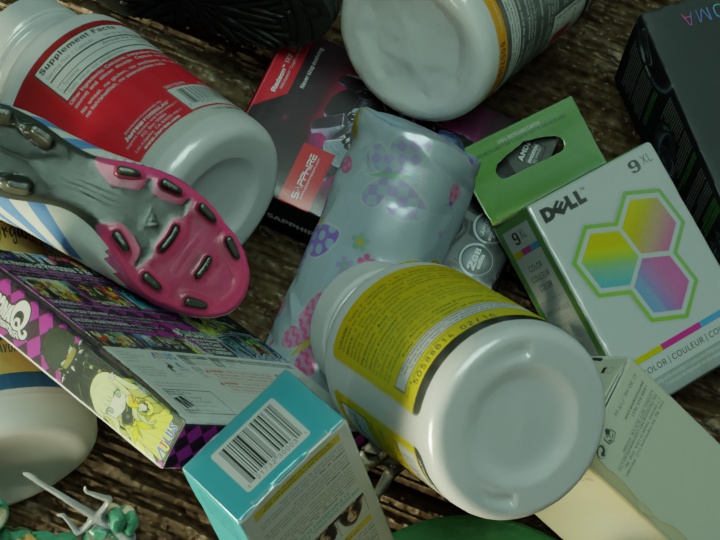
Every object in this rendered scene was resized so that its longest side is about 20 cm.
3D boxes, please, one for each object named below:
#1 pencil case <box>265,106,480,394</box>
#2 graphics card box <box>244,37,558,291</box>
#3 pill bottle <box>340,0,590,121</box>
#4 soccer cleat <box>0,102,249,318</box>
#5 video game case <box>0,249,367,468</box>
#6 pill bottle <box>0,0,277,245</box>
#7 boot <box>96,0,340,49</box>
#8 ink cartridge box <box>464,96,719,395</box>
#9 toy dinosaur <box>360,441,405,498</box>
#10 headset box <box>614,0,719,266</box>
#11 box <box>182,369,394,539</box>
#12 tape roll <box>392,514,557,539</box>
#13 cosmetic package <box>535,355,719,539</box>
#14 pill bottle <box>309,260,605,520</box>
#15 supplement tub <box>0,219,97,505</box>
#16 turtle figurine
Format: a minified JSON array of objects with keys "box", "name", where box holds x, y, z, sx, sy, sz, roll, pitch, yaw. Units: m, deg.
[{"box":[0.000,0.000,1.559,0.090,0.083,0.201,22,91,30],"name":"pencil case"},{"box":[0.016,-0.065,1.647,0.199,0.051,0.126,24,65,4],"name":"graphics card box"},{"box":[0.084,-0.187,1.647,0.116,0.117,0.200,38,44,12],"name":"pill bottle"},{"box":[-0.155,-0.038,1.479,0.199,0.086,0.070,32,79,-11],"name":"soccer cleat"},{"box":[-0.112,0.052,1.447,0.181,0.200,0.036,36,103,27],"name":"video game case"},{"box":[-0.154,-0.090,1.588,0.112,0.113,0.200,-40,56,-20],"name":"pill bottle"},{"box":[-0.078,-0.239,1.668,0.210,0.080,0.158,15,63,31],"name":"boot"},{"box":[0.155,-0.013,1.598,0.103,0.059,0.201,-27,86,-26],"name":"ink cartridge box"},{"box":[0.090,0.099,1.567,0.198,0.103,0.077,10,35,-17],"name":"toy dinosaur"},{"box":[0.288,-0.085,1.660,0.173,0.093,0.201,-15,69,-12],"name":"headset box"},{"box":[-0.035,0.139,1.418,0.082,0.200,0.049,-43,62,-14],"name":"box"},{"box":[0.067,0.249,1.510,0.199,0.048,0.202,2,66,-5],"name":"tape roll"},{"box":[0.171,0.136,1.488,0.200,0.103,0.073,43,64,-27],"name":"cosmetic package"},{"box":[0.046,0.058,1.429,0.110,0.200,0.112,-7,108,-24],"name":"pill bottle"},{"box":[-0.250,0.034,1.522,0.144,0.145,0.201,-15,68,-12],"name":"supplement tub"},{"box":[-0.188,0.191,1.477,0.149,0.101,0.201,-38,93,-7],"name":"turtle figurine"}]
